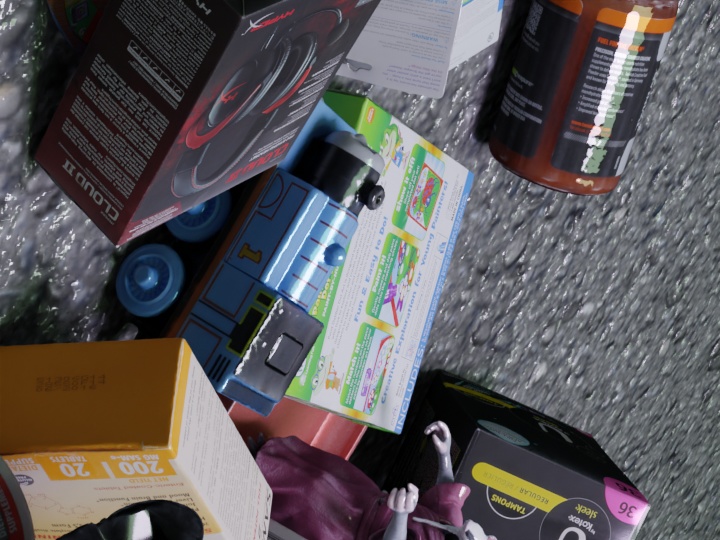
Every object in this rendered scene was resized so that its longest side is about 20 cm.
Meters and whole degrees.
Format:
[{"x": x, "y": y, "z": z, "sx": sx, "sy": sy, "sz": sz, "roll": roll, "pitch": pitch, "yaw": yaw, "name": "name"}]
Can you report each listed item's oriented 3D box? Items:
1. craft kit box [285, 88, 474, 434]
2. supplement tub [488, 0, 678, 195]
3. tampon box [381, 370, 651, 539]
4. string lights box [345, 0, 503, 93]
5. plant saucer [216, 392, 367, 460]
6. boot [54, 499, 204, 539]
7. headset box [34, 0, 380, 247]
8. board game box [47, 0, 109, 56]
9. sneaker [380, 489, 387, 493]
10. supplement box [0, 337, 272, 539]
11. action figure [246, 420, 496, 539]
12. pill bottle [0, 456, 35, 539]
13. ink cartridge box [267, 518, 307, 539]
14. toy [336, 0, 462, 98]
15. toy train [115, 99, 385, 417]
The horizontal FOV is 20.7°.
[{"x": 0.000, "y": 0.000, "z": 1.344, "sx": 0.197, "sy": 0.048, "sz": 0.201, "roll": 30, "pitch": 75, "yaw": -65, "name": "craft kit box"}, {"x": 0.171, "y": -0.164, "z": 1.462, "sx": 0.107, "sy": 0.107, "sz": 0.201, "roll": -16, "pitch": 129, "yaw": -54, "name": "supplement tub"}, {"x": 0.114, "y": 0.180, "z": 1.541, "sx": 0.200, "sy": 0.149, "sz": 0.127, "roll": -126, "pitch": -120, "yaw": -78, "name": "tampon box"}, {"x": 0.051, "y": -0.225, "z": 1.251, "sx": 0.103, "sy": 0.059, "sz": 0.201, "roll": -34, "pitch": 142, "yaw": -42, "name": "string lights box"}, {"x": -0.083, "y": 0.147, "z": 1.388, "sx": 0.201, "sy": 0.037, "sz": 0.200, "roll": -59, "pitch": 153, "yaw": -5, "name": "plant saucer"}, {"x": -0.136, "y": 0.177, "z": 1.069, "sx": 0.165, "sy": 0.066, "sz": 0.200, "roll": -37, "pitch": 166, "yaw": -43, "name": "boot"}, {"x": -0.078, "y": -0.110, "z": 1.062, "sx": 0.148, "sy": 0.075, "sz": 0.200, "roll": -31, "pitch": 162, "yaw": -46, "name": "headset box"}, {"x": -0.086, "y": -0.194, "z": 1.065, "sx": 0.200, "sy": 0.039, "sz": 0.158, "roll": -52, "pitch": 151, "yaw": -16, "name": "board game box"}, {"x": -0.019, "y": 0.228, "z": 1.489, "sx": 0.073, "sy": 0.072, "sz": 0.200, "roll": -59, "pitch": 177, "yaw": -42, "name": "sneaker"}, {"x": -0.137, "y": 0.121, "z": 1.158, "sx": 0.200, "sy": 0.125, "sz": 0.074, "roll": 67, "pitch": 23, "yaw": -56, "name": "supplement box"}, {"x": 0.010, "y": 0.179, "z": 1.317, "sx": 0.134, "sy": 0.199, "sz": 0.150, "roll": -18, "pitch": 125, "yaw": -59, "name": "action figure"}, {"x": -0.270, "y": 0.158, "z": 0.991, "sx": 0.200, "sy": 0.116, "sz": 0.116, "roll": -24, "pitch": 135, "yaw": -50, "name": "pill bottle"}, {"x": -0.061, "y": 0.247, "z": 1.256, "sx": 0.145, "sy": 0.199, "sz": 0.085, "roll": -41, "pitch": 141, "yaw": -34, "name": "ink cartridge box"}, {"x": 0.014, "y": -0.211, "z": 1.172, "sx": 0.047, "sy": 0.114, "sz": 0.201, "roll": -72, "pitch": 175, "yaw": -57, "name": "toy"}, {"x": -0.061, "y": -0.016, "z": 1.191, "sx": 0.201, "sy": 0.114, "sz": 0.087, "roll": -59, "pitch": 153, "yaw": -4, "name": "toy train"}]
